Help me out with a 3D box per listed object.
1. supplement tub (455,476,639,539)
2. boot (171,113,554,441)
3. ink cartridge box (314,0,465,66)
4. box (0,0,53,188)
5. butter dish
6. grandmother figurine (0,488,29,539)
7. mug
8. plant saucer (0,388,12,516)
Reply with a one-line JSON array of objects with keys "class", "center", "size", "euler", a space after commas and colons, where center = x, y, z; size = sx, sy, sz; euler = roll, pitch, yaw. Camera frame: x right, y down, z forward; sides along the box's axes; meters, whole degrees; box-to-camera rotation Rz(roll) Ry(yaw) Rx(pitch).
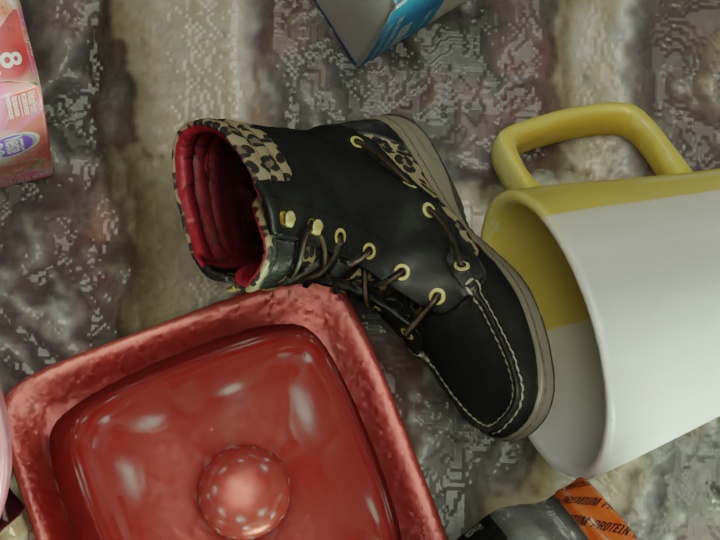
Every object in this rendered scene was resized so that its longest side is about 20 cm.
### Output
[{"class": "supplement tub", "center": [0.057, 0.197, 1.023], "size": [0.200, 0.123, 0.123], "euler": [-38, 87, -3]}, {"class": "boot", "center": [0.000, 0.000, 1.059], "size": [0.150, 0.073, 0.201], "euler": [2, 53, -43]}, {"class": "ink cartridge box", "center": [0.051, -0.231, 1.120], "size": [0.199, 0.145, 0.148], "euler": [-32, 87, -10]}, {"class": "box", "center": [-0.208, -0.100, 1.042], "size": [0.094, 0.200, 0.103], "euler": [-14, 82, -8]}, {"class": "butter dish", "center": [-0.061, 0.112, 1.052], "size": [0.198, 0.148, 0.201], "euler": [-20, 84, -9]}, {"class": "grandmother figurine", "center": [-0.222, 0.134, 1.075], "size": [0.121, 0.060, 0.202], "euler": [5, 82, -26]}, {"class": "mug", "center": [0.155, -0.003, 1.102], "size": [0.152, 0.149, 0.188], "euler": [-15, 89, -17]}, {"class": "plant saucer", "center": [-0.259, 0.075, 1.007], "size": [0.199, 0.051, 0.202], "euler": [1, 107, 5]}]
